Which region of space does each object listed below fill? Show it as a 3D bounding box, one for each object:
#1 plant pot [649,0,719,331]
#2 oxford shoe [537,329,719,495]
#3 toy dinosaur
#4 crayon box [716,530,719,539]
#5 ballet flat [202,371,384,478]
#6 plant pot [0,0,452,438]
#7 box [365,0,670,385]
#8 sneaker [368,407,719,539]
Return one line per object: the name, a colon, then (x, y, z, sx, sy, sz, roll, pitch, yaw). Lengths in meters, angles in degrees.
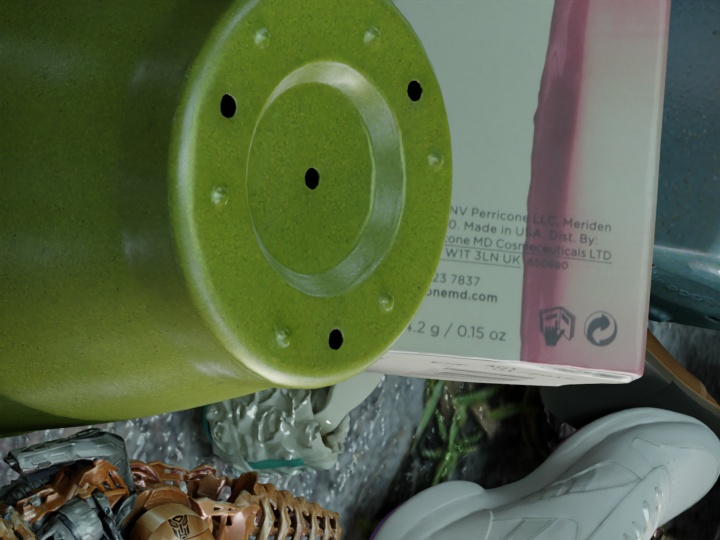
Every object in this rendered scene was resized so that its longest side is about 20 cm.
plant pot: (0.182, -0.077, 1.050, 0.196, 0.196, 0.200, 32, 74, -46)
oxford shoe: (0.136, 0.058, 1.099, 0.200, 0.071, 0.071, 50, 18, -51)
toy dinosaur: (-0.085, 0.114, 0.766, 0.199, 0.102, 0.136, 2, 114, -23)
crayon box: (0.223, 0.114, 1.165, 0.127, 0.051, 0.200, 85, 26, -65)
ballet flat: (0.000, 0.000, 0.932, 0.072, 0.072, 0.200, 41, 62, -43)
plant pot: (-0.080, -0.032, 0.739, 0.200, 0.193, 0.201, -6, 97, -49)
box: (0.047, -0.060, 0.838, 0.109, 0.128, 0.201, 6, 85, -10)
sneaker: (0.100, 0.128, 1.009, 0.200, 0.100, 0.075, -20, 135, -32)
